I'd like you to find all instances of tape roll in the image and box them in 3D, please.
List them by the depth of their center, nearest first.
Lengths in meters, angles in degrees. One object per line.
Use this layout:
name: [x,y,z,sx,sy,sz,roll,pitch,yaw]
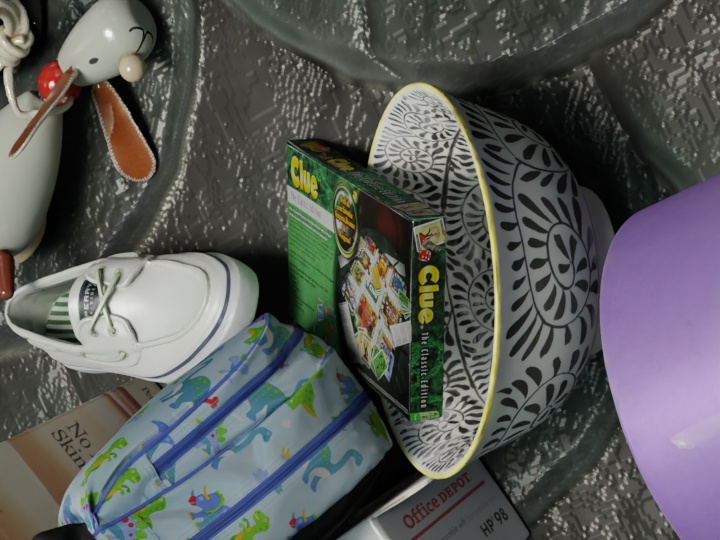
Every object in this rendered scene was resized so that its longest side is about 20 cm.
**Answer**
tape roll: [0.202,0.048,1.060,0.085,0.200,0.201,-25,89,36]

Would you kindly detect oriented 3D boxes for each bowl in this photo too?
bowl: [0.074,0.003,1.173,0.201,0.093,0.203,176,90,-72]

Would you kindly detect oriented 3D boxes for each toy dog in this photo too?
toy dog: [-0.188,-0.062,1.336,0.097,0.131,0.201,59,138,32]

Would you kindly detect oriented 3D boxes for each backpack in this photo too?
backpack: [-0.076,0.118,1.187,0.155,0.199,0.163,64,165,8]

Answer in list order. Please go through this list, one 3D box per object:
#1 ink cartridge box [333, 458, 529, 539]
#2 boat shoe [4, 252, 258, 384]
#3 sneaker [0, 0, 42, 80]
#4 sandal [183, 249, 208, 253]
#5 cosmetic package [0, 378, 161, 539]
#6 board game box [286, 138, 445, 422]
ink cartridge box: [0.012,0.167,1.265,0.200,0.116,0.067,-37,87,34]
boat shoe: [-0.138,0.028,1.316,0.199,0.066,0.074,-16,62,50]
sneaker: [-0.240,-0.137,1.367,0.084,0.077,0.201,42,123,20]
sandal: [-0.087,0.081,1.308,0.075,0.045,0.201,-37,62,34]
cosmetic package: [-0.174,0.148,1.330,0.104,0.200,0.087,48,123,9]
board game box: [0.000,0.000,1.211,0.200,0.023,0.106,-143,48,-65]
